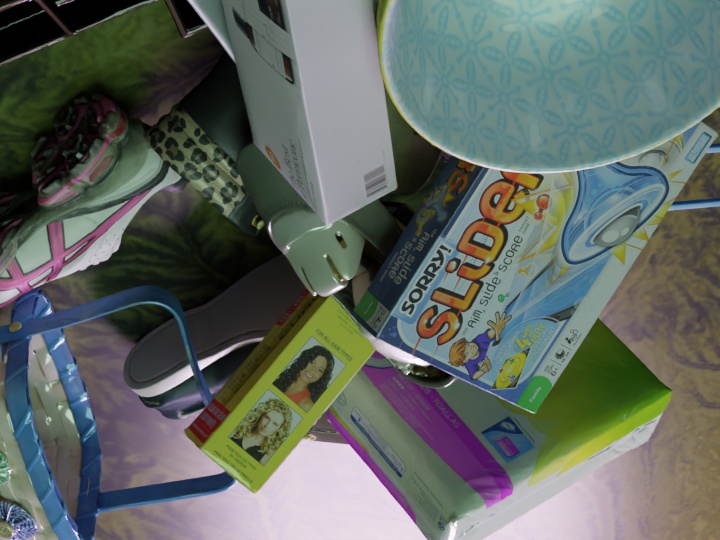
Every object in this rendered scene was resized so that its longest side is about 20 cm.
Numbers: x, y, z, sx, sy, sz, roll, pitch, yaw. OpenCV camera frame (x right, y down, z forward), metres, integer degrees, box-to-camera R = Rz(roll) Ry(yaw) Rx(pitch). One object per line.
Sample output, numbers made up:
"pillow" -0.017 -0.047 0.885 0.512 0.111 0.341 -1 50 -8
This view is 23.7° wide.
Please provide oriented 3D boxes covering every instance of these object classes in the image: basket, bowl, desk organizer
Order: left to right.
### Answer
"basket" -0.193 0.100 1.131 0.200 0.139 0.176 -16 126 2
"desk organizer" -0.144 -0.163 0.958 0.200 0.077 0.072 -22 135 2
"bowl" 0.100 -0.155 0.857 0.200 0.108 0.200 -5 140 -4

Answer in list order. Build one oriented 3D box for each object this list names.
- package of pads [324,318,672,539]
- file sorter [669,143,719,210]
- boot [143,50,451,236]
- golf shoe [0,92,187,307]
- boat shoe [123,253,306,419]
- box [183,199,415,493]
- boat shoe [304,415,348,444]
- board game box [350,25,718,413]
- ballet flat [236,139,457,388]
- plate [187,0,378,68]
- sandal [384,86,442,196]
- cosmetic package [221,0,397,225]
"package of pads" 0.091 0.089 1.195 0.200 0.155 0.068 -25 147 -27
"file sorter" 0.212 -0.149 1.068 0.139 0.123 0.200 -5 134 -14
"boot" -0.022 -0.083 1.061 0.151 0.073 0.200 -46 128 6
"golf shoe" -0.196 -0.018 1.081 0.200 0.073 0.092 -39 132 18
"boat shoe" -0.067 0.047 1.189 0.200 0.075 0.062 -29 133 11
"box" -0.026 0.046 1.096 0.050 0.075 0.200 41 85 -13
"boat shoe" 0.014 0.101 1.274 0.200 0.072 0.060 10 134 -23
"board game box" 0.101 -0.028 0.988 0.135 0.034 0.200 26 100 -35
"ballet flat" 0.000 0.000 1.004 0.067 0.064 0.200 -22 130 34
"plate" 0.005 -0.176 0.938 0.200 0.032 0.200 -40 145 -3
"sandal" 0.057 -0.125 0.964 0.080 0.057 0.201 1 127 -44
"cosmetic package" -0.032 -0.120 0.867 0.051 0.083 0.200 -28 142 -15
